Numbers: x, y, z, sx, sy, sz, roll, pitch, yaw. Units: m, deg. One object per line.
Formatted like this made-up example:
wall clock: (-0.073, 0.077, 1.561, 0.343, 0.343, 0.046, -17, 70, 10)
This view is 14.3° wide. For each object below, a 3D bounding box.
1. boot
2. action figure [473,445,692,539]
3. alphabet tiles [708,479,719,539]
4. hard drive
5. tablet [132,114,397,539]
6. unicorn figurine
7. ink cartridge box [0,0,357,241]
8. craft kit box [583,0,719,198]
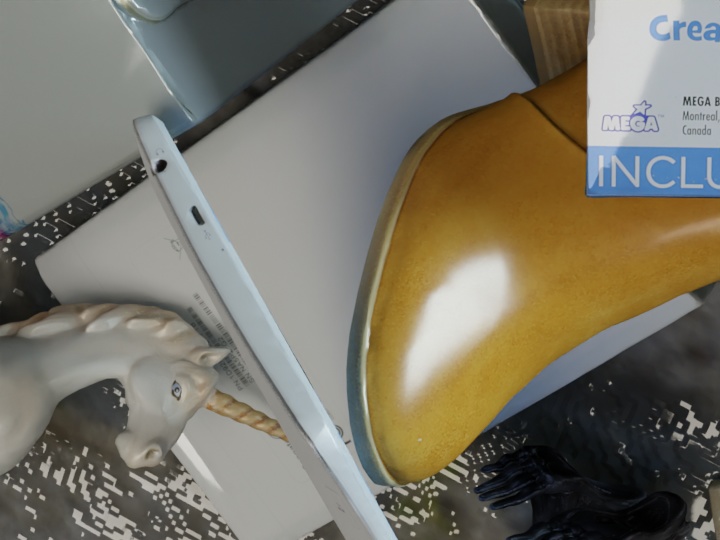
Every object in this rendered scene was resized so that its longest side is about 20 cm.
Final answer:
boot: (0.092, -0.016, 0.789, 0.144, 0.201, 0.071, 8, 141, 27)
action figure: (0.059, 0.162, 0.938, 0.102, 0.119, 0.200, -7, 111, -16)
alphabet tiles: (0.206, 0.159, 0.929, 0.167, 0.008, 0.200, -1, 112, 26)
hard drive: (0.000, 0.000, 0.940, 0.200, 0.026, 0.132, -33, 97, 33)
tablet: (-0.009, 0.054, 0.817, 0.014, 0.130, 0.200, -29, 142, -2)
unicorn figurine: (-0.136, 0.055, 0.955, 0.200, 0.137, 0.074, 9, 129, 39)
ink cartridge box: (-0.125, -0.087, 0.887, 0.200, 0.145, 0.145, -27, 100, 32)
craft kit box: (0.154, -0.115, 0.710, 0.200, 0.049, 0.198, 2, 113, 7)
